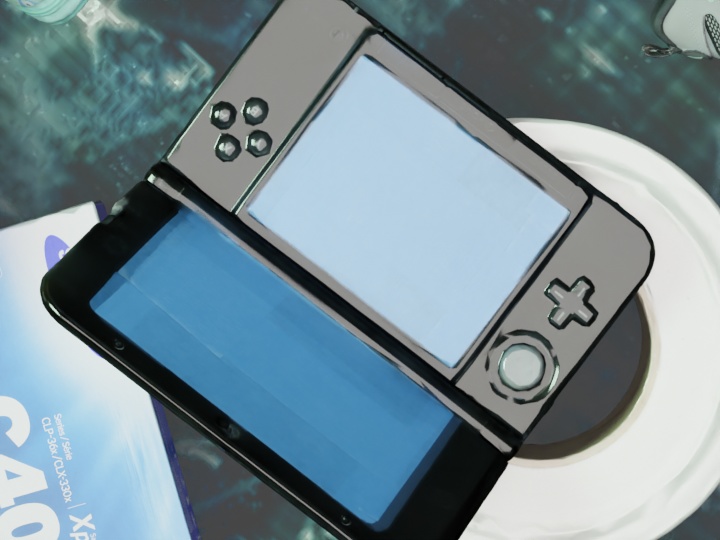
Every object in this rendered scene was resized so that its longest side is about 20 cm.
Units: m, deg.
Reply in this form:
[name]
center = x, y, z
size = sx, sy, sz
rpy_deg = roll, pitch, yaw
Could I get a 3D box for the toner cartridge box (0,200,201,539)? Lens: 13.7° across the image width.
[toner cartridge box]
center = -0.135, 0.077, 1.363
size = 0.095, 0.043, 0.201
rpy_deg = -17, 91, 1

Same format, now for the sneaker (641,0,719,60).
[sneaker]
center = 0.160, -0.188, 1.330
size = 0.139, 0.078, 0.201
rpy_deg = 3, 92, 0

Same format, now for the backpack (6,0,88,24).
[backpack]
center = -0.116, -0.207, 1.288
size = 0.153, 0.176, 0.200
rpy_deg = 34, 106, -30

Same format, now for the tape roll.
[tape roll]
center = 0.079, 0.031, 1.344
size = 0.201, 0.071, 0.203
rpy_deg = 0, 92, 2

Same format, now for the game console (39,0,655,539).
[game console]
center = 0.000, 0.000, 1.251
size = 0.200, 0.116, 0.176
rpy_deg = 38, 94, 1
